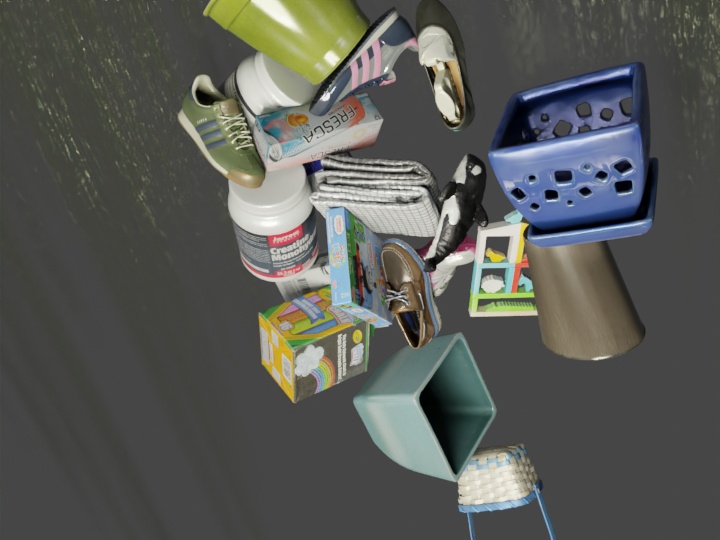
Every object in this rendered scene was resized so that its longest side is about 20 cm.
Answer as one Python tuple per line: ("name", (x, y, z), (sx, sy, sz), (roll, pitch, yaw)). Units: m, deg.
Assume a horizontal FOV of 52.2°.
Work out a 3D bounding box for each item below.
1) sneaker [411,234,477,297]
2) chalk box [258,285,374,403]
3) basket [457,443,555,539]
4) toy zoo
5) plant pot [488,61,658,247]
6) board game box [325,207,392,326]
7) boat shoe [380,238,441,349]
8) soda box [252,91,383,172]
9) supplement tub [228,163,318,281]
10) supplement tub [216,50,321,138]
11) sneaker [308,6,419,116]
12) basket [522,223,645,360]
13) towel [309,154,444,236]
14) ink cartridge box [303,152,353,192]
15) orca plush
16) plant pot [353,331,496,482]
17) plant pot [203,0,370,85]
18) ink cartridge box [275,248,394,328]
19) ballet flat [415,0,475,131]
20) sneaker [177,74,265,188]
("sneaker", (0.130, -0.002, 1.285), (0.199, 0.081, 0.089), (-20, 112, 43))
("chalk box", (-0.063, 0.119, 1.297), (0.124, 0.199, 0.126), (39, 138, 42))
("basket", (0.280, 0.448, 1.439), (0.175, 0.139, 0.202), (-14, 82, 33))
("toy zoo", (0.253, -0.011, 1.213), (0.130, 0.021, 0.201), (-1, 123, -5))
("plant pot", (0.310, -0.151, 1.024), (0.199, 0.201, 0.181), (-9, 123, 30))
("board game box", (0.000, 0.000, 1.198), (0.036, 0.200, 0.153), (-10, 74, 17))
("boat shoe", (0.081, 0.043, 1.244), (0.072, 0.072, 0.201), (-9, 117, 39))
("soda box", (-0.067, -0.220, 1.159), (0.064, 0.199, 0.069), (61, 154, 22))
("supplement tub", (-0.145, -0.089, 1.239), (0.139, 0.141, 0.201), (19, 147, 15))
("supplement tub", (-0.171, -0.268, 1.222), (0.199, 0.141, 0.141), (-33, 102, 38))
("sneaker", (0.009, -0.296, 1.111), (0.082, 0.070, 0.200), (41, 97, -21))
("basket", (0.333, 0.015, 1.141), (0.180, 0.136, 0.201), (12, 131, 55))
("towel", (0.032, -0.119, 1.194), (0.198, 0.086, 0.166), (5, 167, 16))
("ink cartridge box", (-0.082, -0.171, 1.304), (0.199, 0.039, 0.100), (-18, 111, 36))
("orca plush", (0.163, -0.083, 1.156), (0.071, 0.201, 0.105), (20, 161, 27))
("plant pot", (0.106, 0.255, 1.394), (0.199, 0.196, 0.197), (-9, 116, 41))
("plant pot", (-0.095, -0.387, 1.089), (0.193, 0.201, 0.200), (41, 130, -18))
("ink cartridge box", (-0.041, 0.038, 1.387), (0.199, 0.084, 0.147), (-10, 116, 31))
("ballet flat", (0.126, -0.302, 1.095), (0.068, 0.068, 0.201), (-9, 115, 31))
("sneaker", (-0.209, -0.221, 1.128), (0.200, 0.067, 0.090), (46, 130, 22))
